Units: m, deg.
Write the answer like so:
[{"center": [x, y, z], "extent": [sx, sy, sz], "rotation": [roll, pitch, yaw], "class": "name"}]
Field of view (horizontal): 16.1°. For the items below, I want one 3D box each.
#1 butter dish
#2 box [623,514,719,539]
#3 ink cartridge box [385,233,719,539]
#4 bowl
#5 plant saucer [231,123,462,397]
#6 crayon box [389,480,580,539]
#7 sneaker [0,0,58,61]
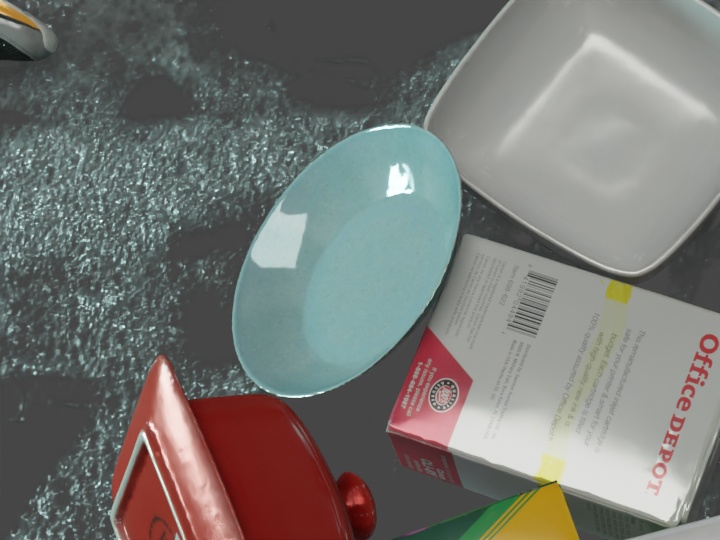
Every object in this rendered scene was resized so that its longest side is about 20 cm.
[{"center": [-0.060, 0.163, 1.595], "extent": [0.147, 0.200, 0.201], "rotation": [-12, 64, -23], "class": "butter dish"}, {"center": [0.157, 0.265, 1.550], "extent": [0.198, 0.097, 0.178], "rotation": [-14, 64, 2], "class": "box"}, {"center": [0.136, 0.082, 1.633], "extent": [0.199, 0.084, 0.146], "rotation": [18, 71, 16], "class": "ink cartridge box"}, {"center": [0.166, -0.096, 1.708], "extent": [0.199, 0.075, 0.200], "rotation": [34, 76, 20], "class": "bowl"}, {"center": [0.000, 0.000, 1.677], "extent": [0.200, 0.039, 0.202], "rotation": [-29, 44, 31], "class": "plant saucer"}, {"center": [0.095, 0.238, 1.485], "extent": [0.118, 0.058, 0.201], "rotation": [-20, 65, 0], "class": "crayon box"}, {"center": [-0.310, -0.164, 1.811], "extent": [0.198, 0.078, 0.078], "rotation": [8, 82, 15], "class": "sneaker"}]
